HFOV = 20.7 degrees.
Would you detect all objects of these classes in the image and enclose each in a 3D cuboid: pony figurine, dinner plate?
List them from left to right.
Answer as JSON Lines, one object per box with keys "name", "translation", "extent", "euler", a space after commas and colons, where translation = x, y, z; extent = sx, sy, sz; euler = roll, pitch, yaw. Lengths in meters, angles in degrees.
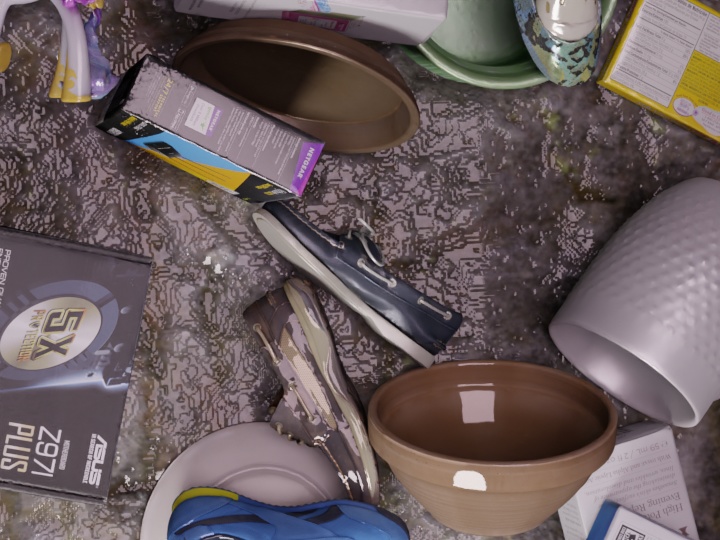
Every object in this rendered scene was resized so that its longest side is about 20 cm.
{"name": "pony figurine", "translation": [-0.238, -0.232, 1.516], "extent": [0.192, 0.166, 0.201], "euler": [2, 99, 21]}
{"name": "dinner plate", "translation": [-0.082, 0.226, 1.629], "extent": [0.199, 0.024, 0.201], "euler": [0, 92, -11]}

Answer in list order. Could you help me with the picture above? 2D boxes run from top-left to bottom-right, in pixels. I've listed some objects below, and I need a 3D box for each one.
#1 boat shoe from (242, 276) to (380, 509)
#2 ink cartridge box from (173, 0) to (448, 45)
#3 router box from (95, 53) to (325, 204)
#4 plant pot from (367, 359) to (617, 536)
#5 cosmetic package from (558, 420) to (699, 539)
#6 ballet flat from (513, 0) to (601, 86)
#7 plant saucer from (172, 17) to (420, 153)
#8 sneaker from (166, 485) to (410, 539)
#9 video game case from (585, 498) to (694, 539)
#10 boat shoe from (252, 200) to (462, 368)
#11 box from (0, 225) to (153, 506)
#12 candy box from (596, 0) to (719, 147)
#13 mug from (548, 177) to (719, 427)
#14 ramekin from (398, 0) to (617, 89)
{"name": "boat shoe", "translation": [-0.040, 0.107, 1.618], "extent": [0.073, 0.074, 0.201], "euler": [-21, 91, 3]}
{"name": "ink cartridge box", "translation": [-0.032, -0.260, 1.488], "extent": [0.199, 0.085, 0.145], "euler": [7, 80, -14]}
{"name": "router box", "translation": [-0.121, -0.106, 1.522], "extent": [0.149, 0.200, 0.051], "euler": [26, 85, -12]}
{"name": "plant pot", "translation": [0.105, 0.152, 1.589], "extent": [0.200, 0.201, 0.093], "euler": [-4, 111, -12]}
{"name": "cosmetic package", "translation": [0.233, 0.238, 1.673], "extent": [0.101, 0.074, 0.201], "euler": [-17, 94, -11]}
{"name": "ballet flat", "translation": [0.154, -0.245, 1.547], "extent": [0.074, 0.074, 0.201], "euler": [-13, 95, -12]}
{"name": "plant saucer", "translation": [-0.048, -0.146, 1.544], "extent": [0.199, 0.200, 0.030], "euler": [17, 71, -12]}
{"name": "sneaker", "translation": [-0.056, 0.224, 1.573], "extent": [0.199, 0.079, 0.066], "euler": [8, 120, -11]}
{"name": "video game case", "translation": [0.243, 0.316, 1.619], "extent": [0.181, 0.045, 0.200], "euler": [26, 87, -10]}
{"name": "boat shoe", "translation": [0.000, 0.000, 1.615], "extent": [0.200, 0.075, 0.062], "euler": [39, 85, -12]}
{"name": "box", "translation": [-0.265, 0.071, 1.552], "extent": [0.163, 0.086, 0.201], "euler": [12, 88, -13]}
{"name": "candy box", "translation": [0.312, -0.164, 1.705], "extent": [0.200, 0.026, 0.102], "euler": [26, 83, -12]}
{"name": "mug", "translation": [0.278, 0.032, 1.654], "extent": [0.176, 0.147, 0.200], "euler": [-54, 131, -14]}
{"name": "ramekin", "translation": [0.105, -0.247, 1.621], "extent": [0.199, 0.098, 0.201], "euler": [0, 91, -12]}
